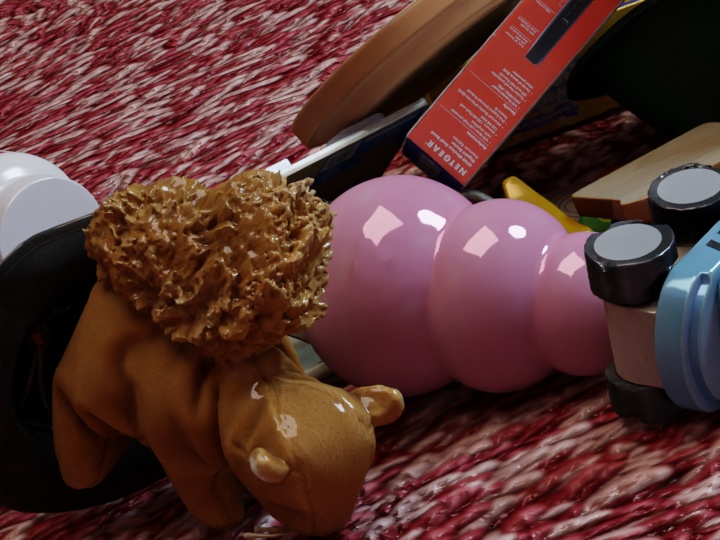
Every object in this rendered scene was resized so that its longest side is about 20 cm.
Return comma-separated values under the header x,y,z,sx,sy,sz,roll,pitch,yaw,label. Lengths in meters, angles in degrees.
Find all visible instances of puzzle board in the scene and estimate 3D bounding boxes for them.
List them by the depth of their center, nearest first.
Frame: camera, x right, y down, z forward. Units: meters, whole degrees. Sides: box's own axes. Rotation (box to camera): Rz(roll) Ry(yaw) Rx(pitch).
x,y,z,sx,sy,sz,roll,pitch,yaw,label
-0.058,-0.040,1.818,0.200,0.017,0.151,-29,-13,-28,puzzle board

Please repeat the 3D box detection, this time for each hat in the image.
x,y,z,sx,sy,sz,roll,pitch,yaw,label
-0.158,0.040,1.594,0.200,0.201,0.081,-28,33,-22,hat
0.243,-0.092,1.812,0.166,0.176,0.200,-37,-13,20,hat

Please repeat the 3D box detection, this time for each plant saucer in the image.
x,y,z,sx,sy,sz,roll,pitch,yaw,label
0.041,-0.143,1.836,0.200,0.032,0.200,-38,-5,-4,plant saucer

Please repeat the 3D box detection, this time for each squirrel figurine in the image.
x,y,z,sx,sy,sz,roll,pitch,yaw,label
-0.067,0.047,1.486,0.141,0.201,0.187,-19,30,-27,squirrel figurine

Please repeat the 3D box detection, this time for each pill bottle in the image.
x,y,z,sx,sy,sz,roll,pitch,yaw,label
-0.266,-0.031,2.013,0.112,0.113,0.200,-31,22,-28,pill bottle

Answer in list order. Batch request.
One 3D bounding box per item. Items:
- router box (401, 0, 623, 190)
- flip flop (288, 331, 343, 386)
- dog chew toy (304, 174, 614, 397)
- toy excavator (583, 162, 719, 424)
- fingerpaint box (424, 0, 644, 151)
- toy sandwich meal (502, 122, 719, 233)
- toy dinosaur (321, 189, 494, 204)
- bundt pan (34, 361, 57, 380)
x,y,z,sx,sy,sz,roll,pitch,yaw,label
0.103,-0.132,1.805,0.180,0.049,0.200,-49,0,-1,router box
-0.012,0.030,1.673,0.199,0.058,0.081,-16,19,11,flip flop
0.067,0.013,1.559,0.199,0.125,0.125,5,29,25,dog chew toy
0.243,0.008,1.455,0.200,0.100,0.194,12,37,35,toy excavator
0.138,-0.160,2.016,0.200,0.074,0.167,-20,19,1,fingerpaint box
0.171,-0.044,1.672,0.205,0.070,0.205,-18,19,7,toy sandwich meal
0.000,0.000,1.753,0.199,0.077,0.102,-5,36,26,toy dinosaur
-0.212,0.071,1.736,0.201,0.076,0.202,-18,20,7,bundt pan
